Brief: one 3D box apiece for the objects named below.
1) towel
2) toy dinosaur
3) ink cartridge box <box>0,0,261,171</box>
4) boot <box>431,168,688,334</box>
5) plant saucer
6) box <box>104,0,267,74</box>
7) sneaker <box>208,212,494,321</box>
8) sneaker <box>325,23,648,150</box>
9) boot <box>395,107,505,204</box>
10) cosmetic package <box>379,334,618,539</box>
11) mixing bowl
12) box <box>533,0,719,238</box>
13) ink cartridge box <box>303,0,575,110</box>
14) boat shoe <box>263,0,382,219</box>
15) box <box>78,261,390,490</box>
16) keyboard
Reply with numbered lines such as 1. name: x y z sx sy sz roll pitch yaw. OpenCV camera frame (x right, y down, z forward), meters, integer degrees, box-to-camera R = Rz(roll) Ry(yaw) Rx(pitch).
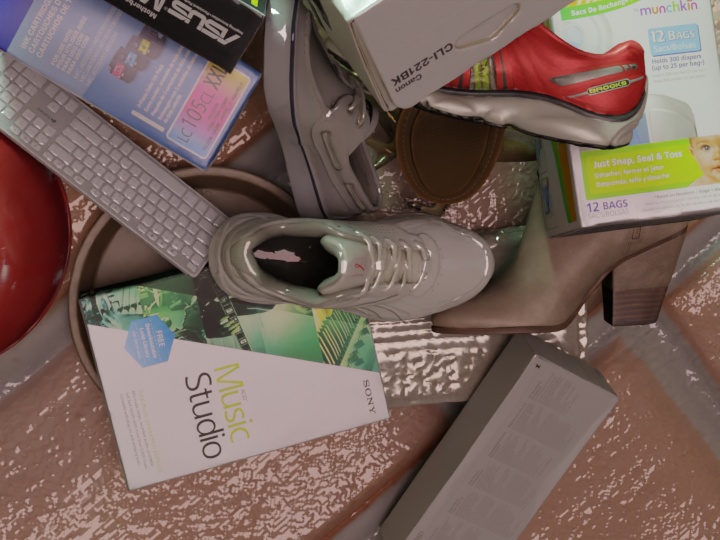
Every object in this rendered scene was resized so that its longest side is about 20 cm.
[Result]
1. towel: 0.080 0.034 1.019 0.198 0.034 0.134 -3 100 -11
2. toy dinosaur: 0.063 -0.091 0.979 0.199 0.058 0.102 20 94 -16
3. ink cartridge box: -0.168 -0.148 0.866 0.199 0.136 0.077 29 93 -9
4. boot: 0.146 -0.031 0.971 0.199 0.070 0.147 -4 99 -16
5. plant saucer: -0.114 0.022 0.974 0.199 0.029 0.202 -3 102 -13
6. box: -0.134 -0.213 0.836 0.160 0.200 0.044 29 114 -17
7. sneaker: 0.000 0.000 0.892 0.198 0.099 0.079 -1 93 -11
8. sneaker: 0.079 -0.133 0.818 0.199 0.077 0.086 13 96 2
9. boot: 0.062 -0.163 0.925 0.073 0.155 0.201 1 125 2
10. cosmetic package: 0.102 0.148 1.014 0.082 0.051 0.201 27 107 -22
11. mixing bowl: -0.294 -0.016 0.885 0.199 0.108 0.202 -2 100 -12
12. box: 0.175 -0.130 0.897 0.112 0.101 0.202 -7 88 -4
13. ink cartridge box: 0.021 -0.211 0.778 0.144 0.200 0.084 -32 145 -1
14. boat shoe: -0.021 -0.104 0.884 0.065 0.072 0.201 0 139 9
15. box: -0.088 0.062 0.954 0.199 0.036 0.145 -15 102 -11
16. keyboard: -0.179 -0.075 0.916 0.200 0.011 0.056 38 61 -7
